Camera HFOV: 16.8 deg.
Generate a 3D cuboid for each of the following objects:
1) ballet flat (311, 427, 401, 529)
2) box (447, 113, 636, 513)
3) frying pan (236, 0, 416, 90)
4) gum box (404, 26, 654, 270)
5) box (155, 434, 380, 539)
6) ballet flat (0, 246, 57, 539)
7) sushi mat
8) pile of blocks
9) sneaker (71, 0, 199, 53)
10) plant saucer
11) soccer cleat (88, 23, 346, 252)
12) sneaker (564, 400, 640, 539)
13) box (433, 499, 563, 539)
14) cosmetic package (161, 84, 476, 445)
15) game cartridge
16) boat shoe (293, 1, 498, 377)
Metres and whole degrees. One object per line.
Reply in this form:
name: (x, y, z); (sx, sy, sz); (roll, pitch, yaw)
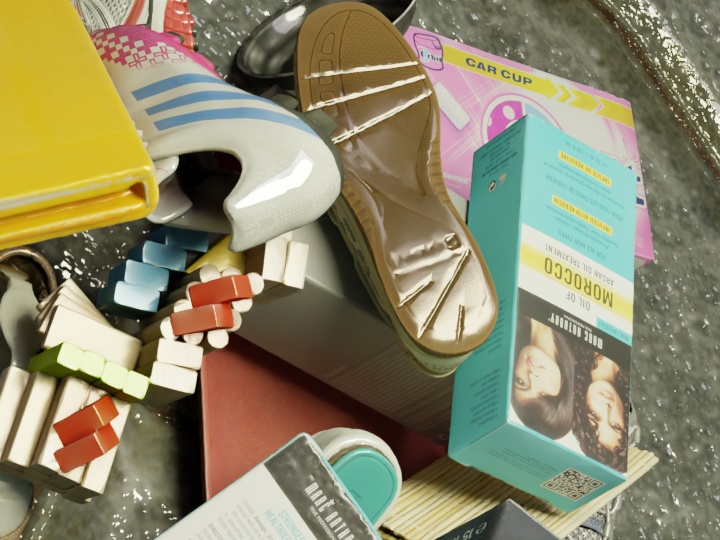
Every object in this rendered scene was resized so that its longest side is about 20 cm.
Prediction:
ballet flat: (-0.063, 0.153, 1.215); (0.200, 0.069, 0.069); (-43, 98, -8)
box: (0.098, 0.020, 1.288); (0.082, 0.049, 0.200); (27, 50, -27)
frying pan: (-0.027, -0.151, 1.452); (0.115, 0.190, 0.031); (-29, 116, -5)
gum box: (0.087, -0.063, 1.487); (0.200, 0.066, 0.114); (15, 58, -34)
box: (-0.085, 0.167, 1.137); (0.200, 0.049, 0.082); (-35, 87, -10)
ballet flat: (-0.182, 0.072, 1.180); (0.068, 0.067, 0.200); (21, 54, -30)
sushi mat: (0.080, 0.116, 1.300); (0.096, 0.012, 0.200); (19, 21, 24)
pile of blocks: (-0.098, 0.024, 1.156); (0.082, 0.062, 0.200); (48, 62, -10)
sneaker: (-0.135, -0.146, 1.337); (0.082, 0.078, 0.200); (-6, 48, -6)
plant saucer: (-0.014, 0.067, 1.349); (0.200, 0.037, 0.200); (15, 57, -33)
soccer cleat: (-0.096, -0.066, 1.187); (0.086, 0.200, 0.070); (-35, 130, -30)
sneaker: (0.122, 0.106, 1.408); (0.075, 0.082, 0.200); (18, 55, -32)
box: (0.025, 0.244, 1.164); (0.117, 0.197, 0.200); (38, 47, -16)
cosmetic package: (0.000, 0.000, 1.314); (0.200, 0.090, 0.107); (30, 53, -27)
game cartridge: (-0.206, -0.072, 1.161); (0.176, 0.032, 0.200); (-13, 38, -14)
boat shoe: (0.011, -0.041, 1.254); (0.073, 0.063, 0.200); (-12, 73, -14)
